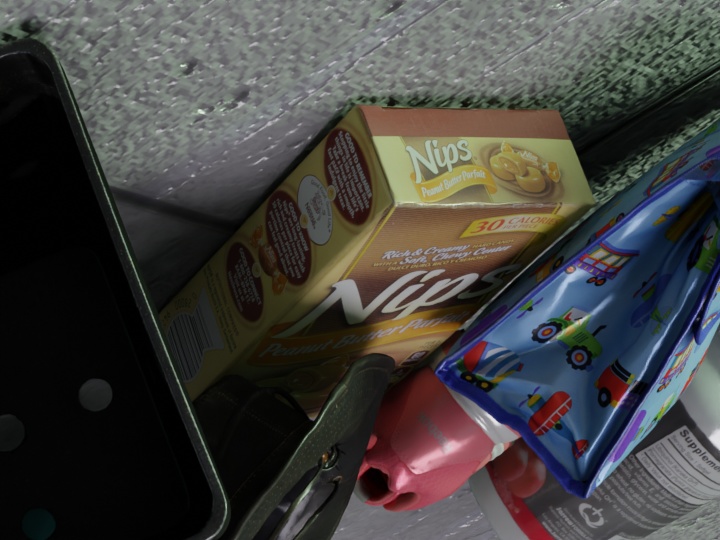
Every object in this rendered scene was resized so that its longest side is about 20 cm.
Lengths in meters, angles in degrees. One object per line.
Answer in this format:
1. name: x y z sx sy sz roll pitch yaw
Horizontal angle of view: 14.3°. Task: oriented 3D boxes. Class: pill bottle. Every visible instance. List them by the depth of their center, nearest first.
1. pill bottle: 0.160 0.074 1.529 0.200 0.111 0.111 -33 155 26

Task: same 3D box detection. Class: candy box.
1. candy box: 0.000 0.000 1.297 0.115 0.055 0.200 -2 151 -38

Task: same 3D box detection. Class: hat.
1. hat: -0.067 0.106 1.274 0.201 0.081 0.201 -57 170 -16

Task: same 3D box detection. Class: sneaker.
1. sneaker: 0.026 0.080 1.418 0.087 0.074 0.200 -40 176 -8

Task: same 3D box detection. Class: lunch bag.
1. lunch bag: 0.146 -0.017 1.300 0.200 0.094 0.151 -54 172 30

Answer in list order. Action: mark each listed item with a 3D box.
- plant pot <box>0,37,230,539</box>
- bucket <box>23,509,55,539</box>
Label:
1. plant pot: -0.160 0.053 1.126 0.200 0.200 0.177 -23 169 4
2. bucket: -0.144 0.197 1.408 0.207 0.135 0.207 -42 -171 9
